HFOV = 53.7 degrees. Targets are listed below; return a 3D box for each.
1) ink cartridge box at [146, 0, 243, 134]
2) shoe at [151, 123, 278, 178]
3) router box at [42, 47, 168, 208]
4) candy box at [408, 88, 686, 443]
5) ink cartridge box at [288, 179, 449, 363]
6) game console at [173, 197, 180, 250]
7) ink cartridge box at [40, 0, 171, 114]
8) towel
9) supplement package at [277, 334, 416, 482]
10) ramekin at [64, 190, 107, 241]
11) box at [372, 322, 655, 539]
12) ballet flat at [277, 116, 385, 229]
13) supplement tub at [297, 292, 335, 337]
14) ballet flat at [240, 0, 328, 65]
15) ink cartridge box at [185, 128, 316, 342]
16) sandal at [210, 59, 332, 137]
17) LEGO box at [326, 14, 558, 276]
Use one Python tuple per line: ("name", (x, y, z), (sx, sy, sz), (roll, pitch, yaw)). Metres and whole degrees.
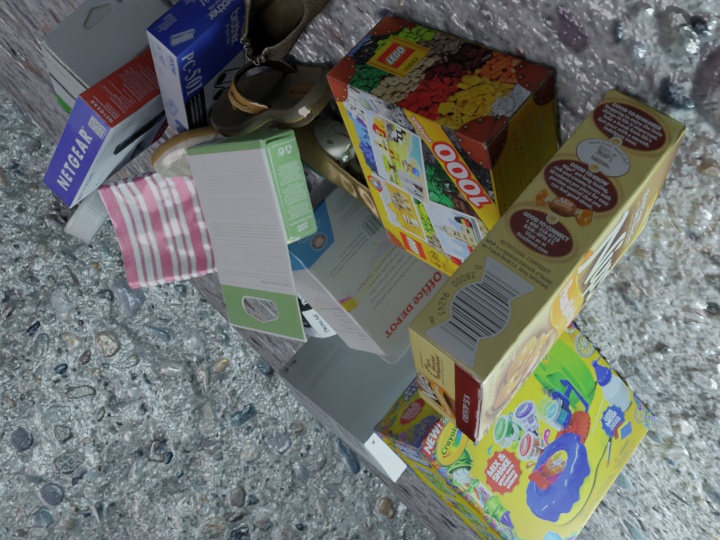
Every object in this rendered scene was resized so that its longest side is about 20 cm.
("ink cartridge box", (-0.172, -0.219, 0.768), (0.044, 0.094, 0.200), (41, 164, 3))
("shoe", (-0.157, -0.132, 0.820), (0.197, 0.054, 0.070), (-11, 167, 21))
("router box", (-0.286, -0.184, 0.866), (0.049, 0.180, 0.199), (45, 141, -10))
("candy box", (0.113, 0.000, 0.441), (0.055, 0.200, 0.116), (36, 163, 23))
("ink cartridge box", (0.000, 0.000, 0.839), (0.200, 0.129, 0.125), (48, 163, -14))
("game console", (-0.185, -0.125, 0.956), (0.116, 0.203, 0.171), (6, -159, -14))
("ink cartridge box", (-0.309, -0.264, 0.893), (0.083, 0.147, 0.200), (43, 165, -9))
("towel", (-0.235, -0.059, 0.917), (0.197, 0.030, 0.149), (-10, 104, 19))
("supplement package", (0.021, 0.172, 1.102), (0.199, 0.192, 0.148), (31, 161, 38))
("ramekin", (-0.942, -0.194, 2.498), (0.094, 0.204, 0.202), (35, 166, -17))
("box", (0.156, 0.159, 0.734), (0.193, 0.200, 0.122), (45, 163, -12))
("ballet flat", (0.003, -0.107, 0.718), (0.199, 0.069, 0.063), (40, 136, 4))
("supplement tub", (-0.081, -0.009, 1.022), (0.122, 0.123, 0.201), (22, 154, 50))
("ballet flat", (-0.072, -0.224, 0.602), (0.067, 0.046, 0.200), (45, 164, -9))
("ink cartridge box", (-0.105, -0.037, 0.736), (0.144, 0.048, 0.203), (6, 115, 47))
("sandal", (-0.097, -0.180, 0.710), (0.054, 0.081, 0.199), (38, 163, -35))
("LEGO box", (0.075, -0.079, 0.560), (0.148, 0.077, 0.201), (32, 160, 34))
